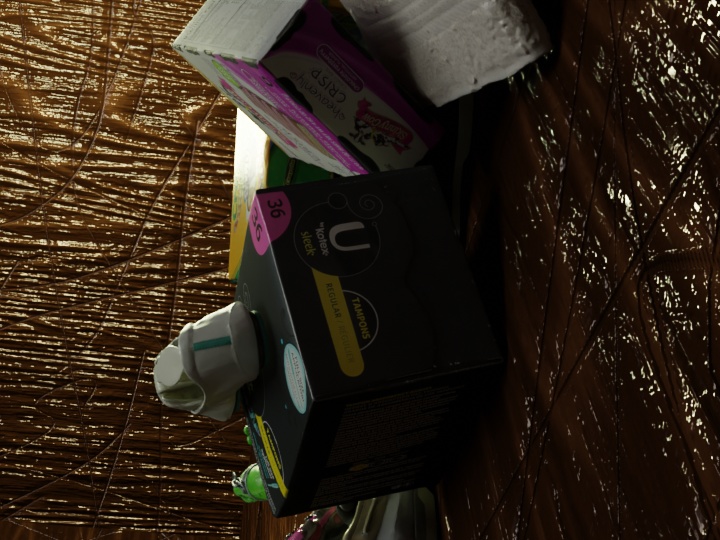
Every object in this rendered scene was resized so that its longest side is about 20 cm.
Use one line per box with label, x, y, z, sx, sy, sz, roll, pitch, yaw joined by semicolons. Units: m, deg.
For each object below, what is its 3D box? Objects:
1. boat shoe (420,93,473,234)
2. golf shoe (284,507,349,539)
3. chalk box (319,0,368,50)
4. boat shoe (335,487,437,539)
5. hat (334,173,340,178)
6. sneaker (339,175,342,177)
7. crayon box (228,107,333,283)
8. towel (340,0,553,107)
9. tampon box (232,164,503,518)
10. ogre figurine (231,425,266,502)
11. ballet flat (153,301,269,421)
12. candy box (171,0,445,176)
boat shoe;0.041;-0.052;0.985;0.075;0.066;0.201;-134;50;-80
golf shoe;-0.006;0.231;1.096;0.073;0.092;0.200;-46;-7;12
chalk box;-0.011;-0.238;1.015;0.124;0.199;0.125;146;130;-81
boat shoe;0.014;0.161;1.016;0.200;0.068;0.075;-98;15;-63
hat;-0.024;-0.119;1.228;0.200;0.080;0.202;-179;90;-74
sneaker;0.014;-0.069;1.100;0.076;0.075;0.201;-33;-46;-43
crayon box;-0.066;-0.090;1.124;0.119;0.058;0.201;173;101;-71
towel;0.036;-0.170;0.829;0.133;0.034;0.200;56;163;-9
tampon box;-0.007;0.053;0.893;0.200;0.125;0.151;107;149;-57
ogre figurine;-0.029;0.130;1.159;0.099;0.199;0.120;63;171;-13
ballet flat;-0.110;0.065;0.910;0.200;0.069;0.070;133;143;-70
candy box;-0.043;-0.131;0.947;0.061;0.136;0.200;-51;26;-5
